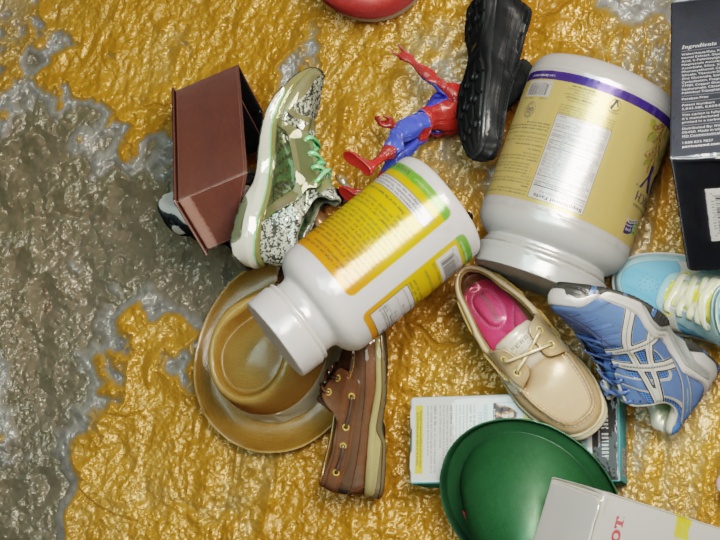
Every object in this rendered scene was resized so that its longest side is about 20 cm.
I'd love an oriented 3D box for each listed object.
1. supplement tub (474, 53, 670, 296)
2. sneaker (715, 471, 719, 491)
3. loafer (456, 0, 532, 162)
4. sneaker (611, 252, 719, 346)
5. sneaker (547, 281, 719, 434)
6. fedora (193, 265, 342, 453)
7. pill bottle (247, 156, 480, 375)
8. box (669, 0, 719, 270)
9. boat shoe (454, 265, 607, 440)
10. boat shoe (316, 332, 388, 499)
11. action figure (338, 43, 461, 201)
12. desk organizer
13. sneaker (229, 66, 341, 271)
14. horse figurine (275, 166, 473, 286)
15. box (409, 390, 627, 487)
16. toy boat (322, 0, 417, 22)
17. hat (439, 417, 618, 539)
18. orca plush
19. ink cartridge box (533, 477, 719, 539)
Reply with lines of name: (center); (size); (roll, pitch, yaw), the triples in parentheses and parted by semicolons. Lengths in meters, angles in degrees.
supplement tub: (0.195, -0.082, 1.399); (0.144, 0.145, 0.202); (18, 85, 21)
sneaker: (0.412, 0.161, 1.307); (0.198, 0.075, 0.106); (10, 87, 25)
loafer: (0.135, -0.189, 1.463); (0.070, 0.068, 0.202); (18, 57, -15)
sneaker: (0.310, 0.025, 1.344); (0.198, 0.130, 0.080); (20, 86, 22)
sneaker: (0.236, 0.074, 1.329); (0.075, 0.199, 0.078); (8, 68, 61)
fedora: (-0.090, 0.077, 1.495); (0.198, 0.082, 0.203); (-4, 77, 17)
pill bottle: (0.000, 0.000, 1.360); (0.199, 0.111, 0.111); (-39, 68, -10)
box: (0.328, -0.123, 1.324); (0.103, 0.149, 0.202); (-4, 50, 17)
boat shoe: (0.145, 0.071, 1.378); (0.074, 0.069, 0.200); (-42, 55, 0)
boat shoe: (-0.008, 0.117, 1.435); (0.067, 0.072, 0.203); (1, 97, 0)
action figure: (0.032, -0.147, 1.472); (0.099, 0.066, 0.200); (33, 47, 22)
desk organizer: (-0.138, -0.115, 1.510); (0.076, 0.072, 0.201); (-21, 38, 9)
sneaker: (-0.052, -0.089, 1.426); (0.088, 0.077, 0.202); (14, 88, 18)
horse figurine: (0.014, -0.033, 1.460); (0.197, 0.050, 0.134); (1, 69, -4)
box: (0.146, 0.159, 1.414); (0.198, 0.049, 0.083); (-3, 77, 18)
toy boat: (0.024, -0.351, 1.526); (0.130, 0.131, 0.201); (39, 92, 22)
hat: (0.133, 0.252, 1.301); (0.200, 0.176, 0.166); (44, 122, -2)
orca plush: (-0.108, -0.050, 1.556); (0.198, 0.072, 0.106); (-10, 30, 6)
ink cartridge box: (0.237, 0.271, 1.278); (0.083, 0.198, 0.147); (6, 77, 64)
